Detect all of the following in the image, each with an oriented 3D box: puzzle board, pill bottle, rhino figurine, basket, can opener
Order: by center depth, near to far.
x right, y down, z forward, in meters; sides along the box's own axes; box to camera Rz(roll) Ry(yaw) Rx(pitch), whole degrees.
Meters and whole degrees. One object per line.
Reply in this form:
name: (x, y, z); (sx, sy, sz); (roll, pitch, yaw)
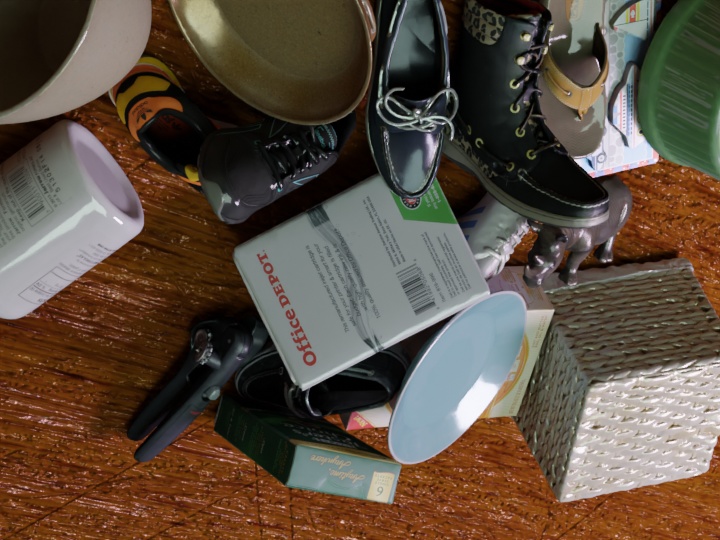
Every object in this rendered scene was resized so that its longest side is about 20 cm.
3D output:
pill bottle: (-0.291, -0.026, 1.238); (0.199, 0.115, 0.114); (-35, 134, 8)
puzzle board: (0.211, -0.175, 1.361); (0.149, 0.017, 0.202); (-13, 121, -12)
rhino figurine: (0.205, -0.036, 1.428); (0.199, 0.059, 0.088); (-29, 142, -50)
can opener: (-0.167, 0.120, 1.456); (0.078, 0.064, 0.200); (25, 116, -38)
basket: (0.277, 0.117, 1.579); (0.197, 0.162, 0.200); (-7, 133, -15)

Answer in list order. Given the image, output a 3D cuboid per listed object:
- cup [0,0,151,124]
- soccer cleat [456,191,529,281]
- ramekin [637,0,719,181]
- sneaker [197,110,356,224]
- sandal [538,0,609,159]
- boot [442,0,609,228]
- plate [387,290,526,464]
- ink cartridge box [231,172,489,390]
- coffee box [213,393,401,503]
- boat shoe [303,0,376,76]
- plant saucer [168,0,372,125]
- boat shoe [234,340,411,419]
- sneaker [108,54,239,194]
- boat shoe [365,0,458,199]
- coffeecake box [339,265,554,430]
cup: (-0.233, -0.198, 1.080); (0.200, 0.201, 0.143); (-42, 161, 16)
soccer cleat: (0.133, -0.035, 1.432); (0.199, 0.087, 0.070); (-36, 134, 10)
ramekin: (0.364, -0.173, 1.367); (0.198, 0.098, 0.202); (-18, 126, -26)
sneaker: (-0.069, -0.101, 1.227); (0.078, 0.200, 0.076); (-19, 104, 29)
sandal: (0.192, -0.188, 1.306); (0.079, 0.054, 0.203); (-9, 119, -15)
boot: (0.145, -0.142, 1.274); (0.073, 0.203, 0.155); (-20, 135, -37)
plate: (0.089, 0.100, 1.432); (0.199, 0.025, 0.202); (-37, 147, -29)
ink cartridge box: (0.000, 0.000, 1.360); (0.198, 0.083, 0.148); (-26, 91, 1)
coffee box: (-0.055, 0.175, 1.458); (0.122, 0.200, 0.045); (15, 93, -26)
boat shoe: (-0.038, -0.252, 1.187); (0.074, 0.075, 0.202); (-42, 132, -30)
plant saucer: (-0.067, -0.208, 1.158); (0.036, 0.198, 0.202); (-49, 147, -35)
boat shoe: (-0.046, 0.113, 1.442); (0.197, 0.068, 0.072); (-5, 123, 28)
sneaker: (-0.136, -0.095, 1.260); (0.070, 0.090, 0.200); (-38, 133, 13)
boat shoe: (0.046, -0.154, 1.264); (0.074, 0.062, 0.203); (1, 109, -11)
coffeecake box: (0.081, 0.079, 1.520); (0.197, 0.073, 0.155); (-3, 131, -20)
